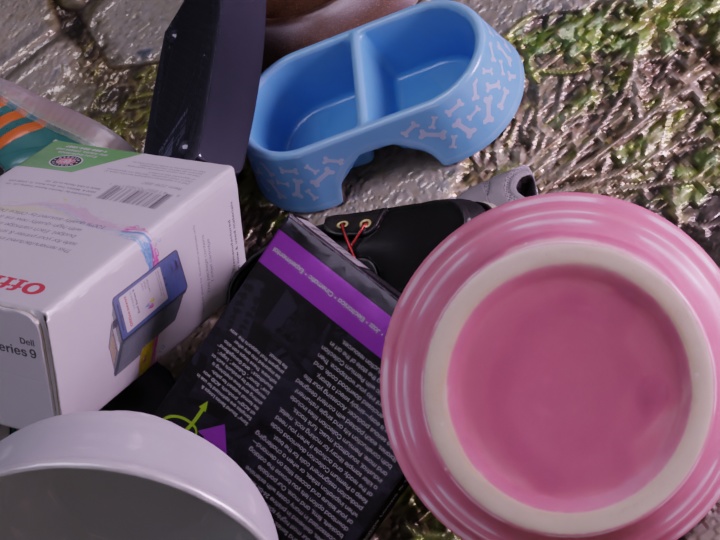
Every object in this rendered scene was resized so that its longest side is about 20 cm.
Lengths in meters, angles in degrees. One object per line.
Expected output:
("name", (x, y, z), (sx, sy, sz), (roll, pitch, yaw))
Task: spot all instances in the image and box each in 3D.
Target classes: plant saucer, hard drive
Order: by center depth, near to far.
("plant saucer", (0.108, 0.060, 0.965), (0.199, 0.051, 0.202), (0, 90, 6))
("hard drive", (-0.108, -0.117, 1.252), (0.135, 0.042, 0.201), (-49, 30, 48))
("plant saucer", (-0.033, -0.231, 1.343), (0.199, 0.032, 0.201), (-16, 51, 21))

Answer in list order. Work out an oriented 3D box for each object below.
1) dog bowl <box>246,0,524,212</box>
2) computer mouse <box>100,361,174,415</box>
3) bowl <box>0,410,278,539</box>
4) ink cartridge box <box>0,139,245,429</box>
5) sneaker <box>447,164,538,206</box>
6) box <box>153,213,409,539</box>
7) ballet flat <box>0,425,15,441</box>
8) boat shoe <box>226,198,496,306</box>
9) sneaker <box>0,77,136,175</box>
("dog bowl", (0.007, -0.112, 1.222), (0.199, 0.050, 0.112), (-19, 50, 18))
("computer mouse", (-0.186, 0.076, 1.159), (0.199, 0.053, 0.139), (18, 70, 54))
("bowl", (-0.128, 0.139, 0.982), (0.200, 0.202, 0.091), (-16, 38, 19))
("ink cartridge box", (-0.181, 0.005, 1.107), (0.144, 0.088, 0.200), (10, 29, 27))
("sneaker", (0.111, 0.001, 1.063), (0.082, 0.075, 0.200), (-40, 47, 1))
("box", (-0.039, 0.091, 1.043), (0.143, 0.036, 0.201), (38, 97, 17))
("ballet flat", (-0.239, 0.147, 1.118), (0.069, 0.069, 0.202), (-10, 81, 23))
("boat shoe", (0.000, 0.003, 1.088), (0.201, 0.063, 0.074), (-21, 56, 44))
("sneaker", (-0.249, -0.082, 1.332), (0.199, 0.072, 0.080), (21, 66, 37))
